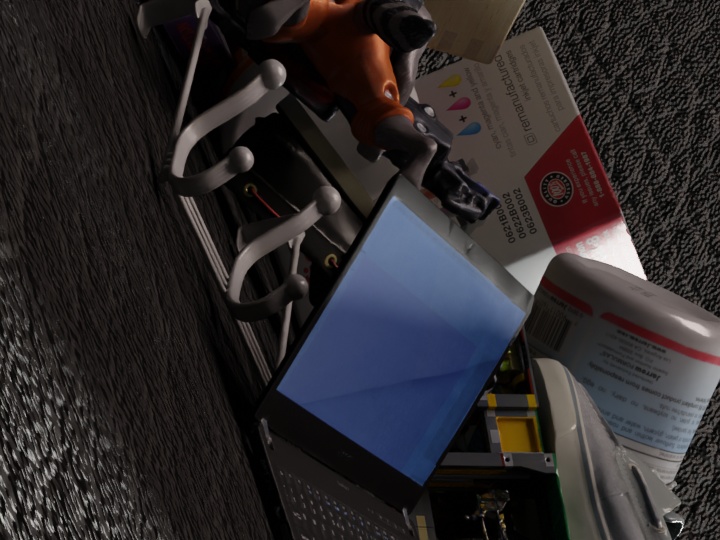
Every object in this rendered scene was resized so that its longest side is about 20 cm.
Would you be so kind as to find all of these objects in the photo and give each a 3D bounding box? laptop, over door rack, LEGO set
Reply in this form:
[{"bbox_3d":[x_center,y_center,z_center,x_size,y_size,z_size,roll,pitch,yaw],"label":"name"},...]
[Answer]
[{"bbox_3d":[0.036,0.092,1.172,0.177,0.103,0.201,38,29,-60],"label":"laptop"},{"bbox_3d":[-0.044,-0.035,1.259,0.200,0.066,0.148,-106,174,-61],"label":"over door rack"},{"bbox_3d":[0.020,0.103,1.356,0.154,0.115,0.201,130,-42,-61],"label":"LEGO set"}]

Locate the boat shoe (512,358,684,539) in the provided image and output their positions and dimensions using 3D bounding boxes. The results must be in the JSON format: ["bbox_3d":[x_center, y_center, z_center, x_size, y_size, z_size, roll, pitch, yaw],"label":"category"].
[{"bbox_3d":[0.123,0.130,1.345,0.070,0.071,0.202,113,-28,-46],"label":"boat shoe"}]

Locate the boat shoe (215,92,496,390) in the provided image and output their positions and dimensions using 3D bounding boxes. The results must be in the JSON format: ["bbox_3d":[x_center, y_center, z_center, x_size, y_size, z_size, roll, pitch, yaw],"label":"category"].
[{"bbox_3d":[-0.001,-0.001,1.451,0.202,0.063,0.074,50,0,-25],"label":"boat shoe"}]

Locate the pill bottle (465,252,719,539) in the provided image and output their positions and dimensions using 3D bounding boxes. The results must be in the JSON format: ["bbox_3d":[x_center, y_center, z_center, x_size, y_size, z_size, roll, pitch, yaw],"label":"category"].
[{"bbox_3d":[0.112,0.101,1.457,0.108,0.201,0.109,24,7,-3],"label":"pill bottle"}]

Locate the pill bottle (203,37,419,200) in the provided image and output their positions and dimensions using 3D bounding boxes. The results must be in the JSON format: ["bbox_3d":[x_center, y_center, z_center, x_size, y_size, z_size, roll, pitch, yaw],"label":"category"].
[{"bbox_3d":[-0.038,-0.130,1.571,0.200,0.114,0.115,-108,175,-53],"label":"pill bottle"}]

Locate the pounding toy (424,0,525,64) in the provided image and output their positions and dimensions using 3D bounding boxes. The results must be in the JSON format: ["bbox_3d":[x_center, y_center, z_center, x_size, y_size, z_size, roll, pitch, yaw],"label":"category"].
[{"bbox_3d":[0.036,-0.231,1.486,0.185,0.141,0.200,-62,-153,29],"label":"pounding toy"}]

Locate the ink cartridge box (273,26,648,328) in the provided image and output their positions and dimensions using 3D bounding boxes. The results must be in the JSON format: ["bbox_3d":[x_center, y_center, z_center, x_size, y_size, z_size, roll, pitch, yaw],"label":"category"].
[{"bbox_3d":[0.053,-0.018,1.630,0.145,0.199,0.146,59,9,-59],"label":"ink cartridge box"}]

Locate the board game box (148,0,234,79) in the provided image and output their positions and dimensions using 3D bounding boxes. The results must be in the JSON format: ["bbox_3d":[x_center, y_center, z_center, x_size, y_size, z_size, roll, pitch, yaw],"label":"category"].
[{"bbox_3d":[-0.115,-0.189,1.410,0.200,0.032,0.121,62,11,-68],"label":"board game box"}]

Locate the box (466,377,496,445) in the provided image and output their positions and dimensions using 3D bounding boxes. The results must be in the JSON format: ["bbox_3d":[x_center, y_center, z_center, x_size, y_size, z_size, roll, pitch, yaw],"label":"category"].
[{"bbox_3d":[0.103,0.137,1.624,0.144,0.036,0.200,41,-17,25],"label":"box"}]

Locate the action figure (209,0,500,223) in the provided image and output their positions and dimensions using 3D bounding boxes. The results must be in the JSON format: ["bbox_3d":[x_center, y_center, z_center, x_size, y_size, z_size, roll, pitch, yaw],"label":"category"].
[{"bbox_3d":[0.015,-0.104,1.372,0.200,0.105,0.194,38,19,-15],"label":"action figure"}]
